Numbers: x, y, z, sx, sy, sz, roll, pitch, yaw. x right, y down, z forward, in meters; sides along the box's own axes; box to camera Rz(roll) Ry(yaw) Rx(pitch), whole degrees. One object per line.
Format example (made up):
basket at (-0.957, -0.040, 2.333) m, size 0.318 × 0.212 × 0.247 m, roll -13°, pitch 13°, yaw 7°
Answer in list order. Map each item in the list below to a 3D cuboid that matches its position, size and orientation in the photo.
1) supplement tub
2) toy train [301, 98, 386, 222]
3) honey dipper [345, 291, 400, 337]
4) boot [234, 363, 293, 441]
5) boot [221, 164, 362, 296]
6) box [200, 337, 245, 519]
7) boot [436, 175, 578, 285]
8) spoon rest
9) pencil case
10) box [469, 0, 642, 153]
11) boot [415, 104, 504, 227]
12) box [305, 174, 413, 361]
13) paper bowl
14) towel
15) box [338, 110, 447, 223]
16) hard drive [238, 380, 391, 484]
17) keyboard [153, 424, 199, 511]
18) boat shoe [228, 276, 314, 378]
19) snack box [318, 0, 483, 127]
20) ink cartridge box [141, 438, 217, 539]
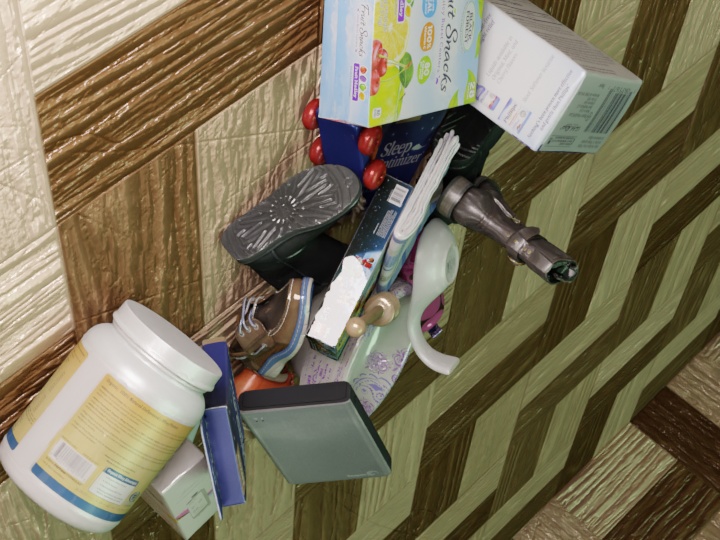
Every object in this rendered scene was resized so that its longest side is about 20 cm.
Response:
supplement tub at (-0.247, 0.144, 1.427) m, size 0.200 × 0.145 × 0.145 m, roll -51°, pitch 158°, yaw 2°
toy train at (0.007, -0.148, 1.560) m, size 0.116 × 0.085 × 0.200 m, roll -58°, pitch 162°, yaw -21°
honey dipper at (0.013, 0.051, 1.587) m, size 0.038 × 0.038 × 0.200 m, roll -54°, pitch 175°, yaw 9°
boot at (-0.109, 0.161, 1.819) m, size 0.107 × 0.075 × 0.200 m, roll -58°, pitch 156°, yaw 5°
boot at (-0.047, -0.036, 1.595) m, size 0.165 × 0.066 × 0.200 m, roll -26°, pitch 156°, yaw 10°
box at (-0.150, 0.172, 1.570) m, size 0.032 × 0.200 × 0.121 m, roll -9°, pitch 114°, yaw -1°
boot at (0.185, -0.039, 1.710) m, size 0.069 × 0.174 × 0.200 m, roll -57°, pitch 164°, yaw 13°
spoon rest at (0.088, 0.031, 1.788) m, size 0.099 × 0.060 × 0.201 m, roll -43°, pitch 134°, yaw -57°
pencil case at (0.073, 0.009, 1.905) m, size 0.094 × 0.091 × 0.200 m, roll -45°, pitch 155°, yaw -23°
box at (0.182, -0.226, 1.596) m, size 0.105 × 0.200 × 0.184 m, roll -58°, pitch 157°, yaw 20°
boot at (0.138, -0.159, 1.788) m, size 0.200 × 0.076 × 0.168 m, roll -52°, pitch 170°, yaw -27°
box at (0.000, 0.000, 1.628) m, size 0.200 × 0.038 × 0.137 m, roll -64°, pitch 176°, yaw -9°
paper bowl at (-0.013, 0.089, 1.813) m, size 0.201 × 0.104 × 0.201 m, roll -51°, pitch 157°, yaw -31°
towel at (0.064, -0.060, 1.639) m, size 0.147 × 0.024 × 0.200 m, roll -62°, pitch 175°, yaw -21°
box at (0.041, -0.151, 1.669) m, size 0.121 × 0.032 × 0.200 m, roll -18°, pitch 140°, yaw -53°
hard drive at (-0.052, 0.202, 1.759) m, size 0.200 × 0.139 × 0.033 m, roll 64°, pitch 23°, yaw -53°
keyboard at (-0.215, 0.211, 1.747) m, size 0.056 × 0.011 × 0.200 m, roll -52°, pitch 168°, yaw -56°
boat shoe at (-0.106, 0.065, 1.626) m, size 0.200 × 0.072 × 0.072 m, roll 121°, pitch -19°, yaw -54°
snack box at (0.045, -0.241, 1.417) m, size 0.200 × 0.068 × 0.169 m, roll -22°, pitch 121°, yaw -52°
ink cartridge box at (-0.224, 0.233, 1.646) m, size 0.067 × 0.116 × 0.200 m, roll -42°, pitch 157°, yaw -18°
